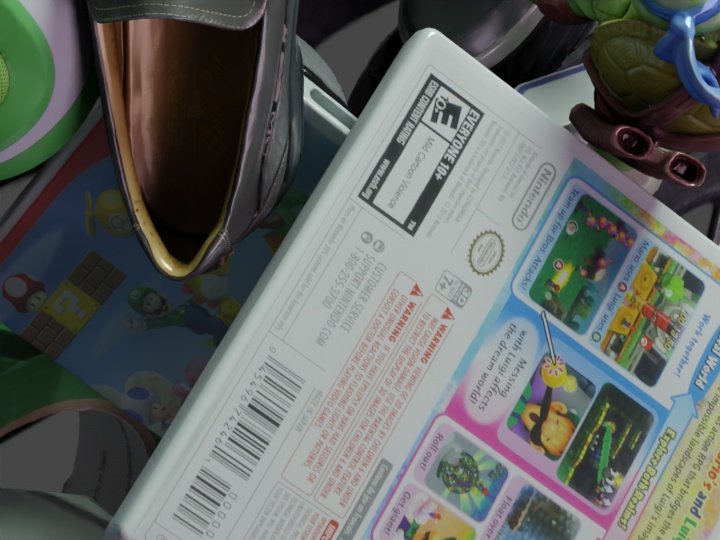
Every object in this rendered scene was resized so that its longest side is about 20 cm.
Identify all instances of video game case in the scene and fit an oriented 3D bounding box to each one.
[{"bbox_3d":[-0.024,0.015,0.718,0.143,0.200,0.017,-46,-166,26],"label":"video game case"},{"bbox_3d":[0.042,0.052,0.666,0.200,0.182,0.024,-59,-165,-20],"label":"video game case"}]

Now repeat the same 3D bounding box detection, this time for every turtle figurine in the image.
[{"bbox_3d":[0.130,-0.106,0.748,0.143,0.201,0.194,-17,152,1],"label":"turtle figurine"}]

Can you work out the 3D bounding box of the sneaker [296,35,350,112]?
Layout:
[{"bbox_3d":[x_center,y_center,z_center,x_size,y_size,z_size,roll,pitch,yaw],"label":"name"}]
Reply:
[{"bbox_3d":[0.000,0.000,0.786,0.075,0.114,0.200,-35,120,22],"label":"sneaker"}]

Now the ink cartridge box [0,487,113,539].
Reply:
[{"bbox_3d":[-0.135,0.195,0.713,0.147,0.146,0.200,16,104,-58],"label":"ink cartridge box"}]

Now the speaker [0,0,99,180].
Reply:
[{"bbox_3d":[-0.147,-0.102,0.572,0.089,0.088,0.200,-52,149,-8],"label":"speaker"}]

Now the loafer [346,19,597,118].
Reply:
[{"bbox_3d":[0.064,-0.103,0.892,0.201,0.068,0.070,-52,155,-3],"label":"loafer"}]

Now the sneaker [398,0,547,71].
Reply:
[{"bbox_3d":[0.058,-0.179,0.797,0.201,0.083,0.121,-65,154,-2],"label":"sneaker"}]

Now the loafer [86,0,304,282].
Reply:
[{"bbox_3d":[-0.050,-0.091,0.608,0.072,0.073,0.201,-78,163,-58],"label":"loafer"}]

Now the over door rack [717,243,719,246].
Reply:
[{"bbox_3d":[0.098,0.049,1.027,0.200,0.067,0.148,-26,163,-12],"label":"over door rack"}]

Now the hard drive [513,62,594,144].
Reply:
[{"bbox_3d":[0.054,-0.017,0.921,0.132,0.025,0.200,-23,157,-51],"label":"hard drive"}]

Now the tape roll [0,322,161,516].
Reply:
[{"bbox_3d":[-0.149,0.103,0.798,0.200,0.048,0.201,-36,143,-32],"label":"tape roll"}]
